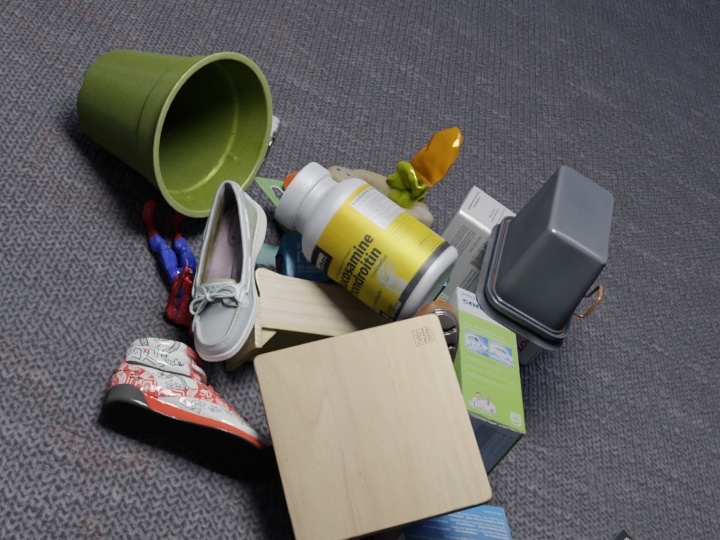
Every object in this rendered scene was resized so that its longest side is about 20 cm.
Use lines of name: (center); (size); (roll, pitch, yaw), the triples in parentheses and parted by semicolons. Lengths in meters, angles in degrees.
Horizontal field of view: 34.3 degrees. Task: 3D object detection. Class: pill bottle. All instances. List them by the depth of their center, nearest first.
pill bottle: (0.004, -0.033, 1.324); (0.199, 0.113, 0.112); (36, 36, 11)

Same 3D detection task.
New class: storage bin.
storage bin: (0.243, -0.021, 1.414); (0.145, 0.135, 0.201); (30, 37, -5)

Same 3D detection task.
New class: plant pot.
plant pot: (-0.241, -0.190, 1.429); (0.189, 0.202, 0.199); (23, 27, 33)

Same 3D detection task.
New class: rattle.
rattle: (0.020, -0.133, 1.496); (0.199, 0.143, 0.131); (21, 38, -23)

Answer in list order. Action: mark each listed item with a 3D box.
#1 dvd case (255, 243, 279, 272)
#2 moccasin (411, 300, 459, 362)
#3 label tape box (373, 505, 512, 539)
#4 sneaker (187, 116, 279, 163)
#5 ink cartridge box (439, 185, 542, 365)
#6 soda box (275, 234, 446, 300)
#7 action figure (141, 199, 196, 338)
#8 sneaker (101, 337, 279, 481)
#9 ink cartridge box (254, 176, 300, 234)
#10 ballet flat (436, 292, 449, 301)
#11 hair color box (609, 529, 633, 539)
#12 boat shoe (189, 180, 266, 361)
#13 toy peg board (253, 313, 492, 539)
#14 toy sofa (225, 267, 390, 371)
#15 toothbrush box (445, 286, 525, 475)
dvd case: (-0.061, 0.032, 1.461); (0.198, 0.022, 0.147); (12, 42, -30)
moccasin: (0.059, 0.113, 1.308); (0.073, 0.203, 0.078); (9, 35, -8)
label tape box: (0.099, 0.337, 1.204); (0.142, 0.066, 0.201); (13, 43, -25)
sneaker: (-0.175, -0.170, 1.557); (0.099, 0.078, 0.200); (29, 35, -1)
ink cartridge box: (0.189, 0.008, 1.575); (0.199, 0.145, 0.084); (35, 36, 1)
soda box: (0.000, 0.000, 1.412); (0.198, 0.064, 0.069); (0, 67, -14)
action figure: (-0.200, -0.016, 1.348); (0.065, 0.099, 0.201); (6, 47, -32)
sneaker: (-0.163, 0.139, 1.221); (0.200, 0.067, 0.108); (23, 40, -11)
ink cartridge box: (-0.047, -0.062, 1.525); (0.199, 0.060, 0.104); (6, 30, -36)
ballet flat: (0.062, 0.040, 1.505); (0.199, 0.070, 0.066); (38, 55, -15)
hair color box: (0.333, 0.402, 1.313); (0.200, 0.061, 0.099); (46, 37, 14)
boat shoe: (-0.149, 0.000, 1.264); (0.065, 0.074, 0.204); (54, 39, -52)
toy peg board: (0.008, 0.173, 1.202); (0.197, 0.098, 0.202); (-13, 70, -8)
toy sofa: (-0.057, 0.068, 1.350); (0.198, 0.083, 0.099); (9, 63, -30)
toothbrush box: (0.114, 0.145, 1.362); (0.085, 0.146, 0.201); (21, 37, -17)
